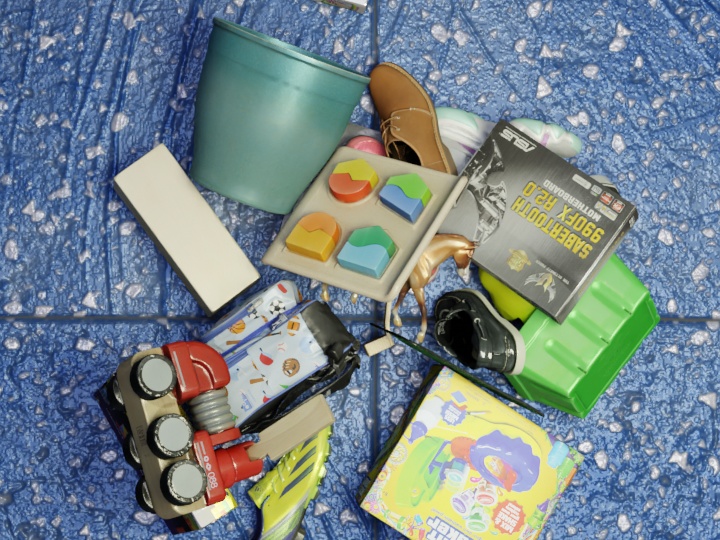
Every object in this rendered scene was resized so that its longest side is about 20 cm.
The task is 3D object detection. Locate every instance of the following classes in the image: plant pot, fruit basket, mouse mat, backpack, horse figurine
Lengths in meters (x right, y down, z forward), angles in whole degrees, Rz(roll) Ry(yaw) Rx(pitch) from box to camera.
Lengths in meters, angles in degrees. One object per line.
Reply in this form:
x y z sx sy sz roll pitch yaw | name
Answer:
-0.111 -0.176 1.634 0.198 0.200 0.190 20 99 -2 | plant pot
0.232 0.048 1.670 0.213 0.156 0.218 -9 63 18 | fruit basket
0.111 0.115 1.616 0.199 0.161 0.008 31 86 -17 | mouse mat
-0.109 0.107 1.614 0.190 0.200 0.154 -41 82 2 | backpack
0.028 -0.006 1.616 0.198 0.050 0.134 24 112 17 | horse figurine

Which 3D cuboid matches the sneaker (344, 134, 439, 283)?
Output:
0.045 -0.079 1.667 0.073 0.087 0.202 -28 89 -7 | sneaker

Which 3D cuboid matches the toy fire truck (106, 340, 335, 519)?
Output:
-0.149 0.157 1.496 0.198 0.128 0.178 -13 81 -34 | toy fire truck

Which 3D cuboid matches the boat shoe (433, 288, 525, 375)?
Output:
0.121 0.072 1.622 0.065 0.199 0.075 -1 113 -23 | boat shoe

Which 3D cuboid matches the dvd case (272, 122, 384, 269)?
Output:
-0.016 -0.081 1.714 0.147 0.016 0.202 17 85 -3 | dvd case

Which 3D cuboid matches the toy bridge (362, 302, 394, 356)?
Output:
0.000 0.000 1.688 0.067 0.027 0.202 -22 90 -5 | toy bridge

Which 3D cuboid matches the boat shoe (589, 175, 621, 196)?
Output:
0.234 -0.070 1.682 0.198 0.064 0.071 -12 131 -15 | boat shoe

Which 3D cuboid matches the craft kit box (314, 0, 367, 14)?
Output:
-0.067 -0.443 1.724 0.195 0.049 0.203 12 85 -6 | craft kit box

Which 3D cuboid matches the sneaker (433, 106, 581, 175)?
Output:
0.169 -0.119 1.705 0.197 0.078 0.142 8 87 6 | sneaker

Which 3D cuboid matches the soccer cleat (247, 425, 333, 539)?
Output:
-0.090 0.260 1.660 0.083 0.065 0.202 19 85 0 | soccer cleat

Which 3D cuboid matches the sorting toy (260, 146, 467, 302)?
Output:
0.001 -0.062 1.580 0.198 0.037 0.186 14 59 34 | sorting toy

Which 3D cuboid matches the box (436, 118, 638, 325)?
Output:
0.199 -0.059 1.610 0.199 0.048 0.159 37 88 22 | box

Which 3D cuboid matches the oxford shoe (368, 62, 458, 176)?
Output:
0.052 -0.174 1.671 0.071 0.071 0.201 1 55 -45 | oxford shoe

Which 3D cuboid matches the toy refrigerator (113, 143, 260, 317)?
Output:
-0.212 -0.047 1.673 0.076 0.070 0.201 -37 90 -13 | toy refrigerator

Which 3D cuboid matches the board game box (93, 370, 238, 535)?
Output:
-0.231 0.206 1.599 0.056 0.165 0.201 -29 87 -24 | board game box

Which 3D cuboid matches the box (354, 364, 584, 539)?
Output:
0.127 0.248 1.648 0.199 0.122 0.194 32 85 -1 | box
